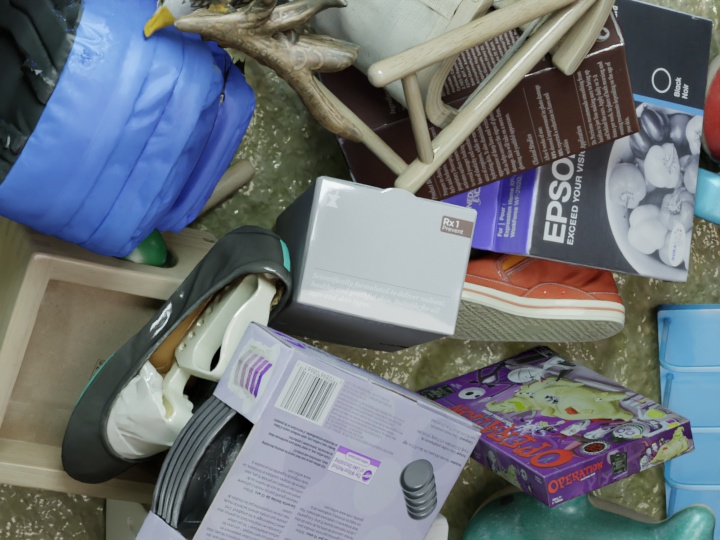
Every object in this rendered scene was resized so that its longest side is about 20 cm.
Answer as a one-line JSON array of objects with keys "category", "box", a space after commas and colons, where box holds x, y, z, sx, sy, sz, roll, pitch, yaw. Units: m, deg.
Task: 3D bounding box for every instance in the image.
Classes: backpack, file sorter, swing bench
[{"category": "backpack", "box": [-0.149, -0.105, 1.224, 0.167, 0.200, 0.164, 21, 107, -19]}, {"category": "file sorter", "box": [0.295, 0.140, 1.551, 0.137, 0.123, 0.202, -1, 109, 13]}, {"category": "swing bench", "box": [0.036, -0.193, 1.302, 0.199, 0.199, 0.130, -37, 148, -14]}]

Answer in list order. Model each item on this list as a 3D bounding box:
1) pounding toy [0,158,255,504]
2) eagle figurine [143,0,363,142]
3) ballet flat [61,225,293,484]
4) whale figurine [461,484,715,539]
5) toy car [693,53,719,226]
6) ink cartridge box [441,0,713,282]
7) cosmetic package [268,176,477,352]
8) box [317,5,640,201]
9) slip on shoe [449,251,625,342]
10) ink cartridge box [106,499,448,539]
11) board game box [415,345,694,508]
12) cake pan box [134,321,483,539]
[{"category": "pounding toy", "box": [-0.160, 0.026, 1.334, 0.183, 0.142, 0.202, 12, 109, -28]}, {"category": "eagle figurine", "box": [-0.065, -0.182, 1.122, 0.149, 0.201, 0.153, -8, 135, 1]}, {"category": "ballet flat", "box": [-0.111, 0.059, 1.245, 0.068, 0.068, 0.201, 32, 98, -35]}, {"category": "whale figurine", "box": [0.166, 0.223, 1.505, 0.198, 0.104, 0.160, -6, 112, 20]}, {"category": "toy car", "box": [0.361, -0.093, 1.502, 0.176, 0.200, 0.186, 19, 95, -35]}, {"category": "ink cartridge box", "box": [0.157, -0.102, 1.469, 0.198, 0.043, 0.200, 8, 86, -27]}, {"category": "cosmetic package", "box": [0.000, 0.000, 1.326, 0.106, 0.200, 0.091, 12, 85, -7]}, {"category": "box", "box": [0.081, -0.114, 1.378, 0.198, 0.075, 0.100, -20, 144, 2]}, {"category": "slip on shoe", "box": [0.099, 0.013, 1.490, 0.198, 0.074, 0.062, 4, 66, -21]}, {"category": "ink cartridge box", "box": [-0.061, 0.190, 1.404, 0.198, 0.145, 0.085, -2, 107, -26]}, {"category": "board game box", "box": [0.131, 0.106, 1.447, 0.119, 0.200, 0.033, -23, 112, -20]}, {"category": "cake pan box", "box": [-0.037, 0.145, 1.263, 0.199, 0.052, 0.185, 24, 93, -45]}]
